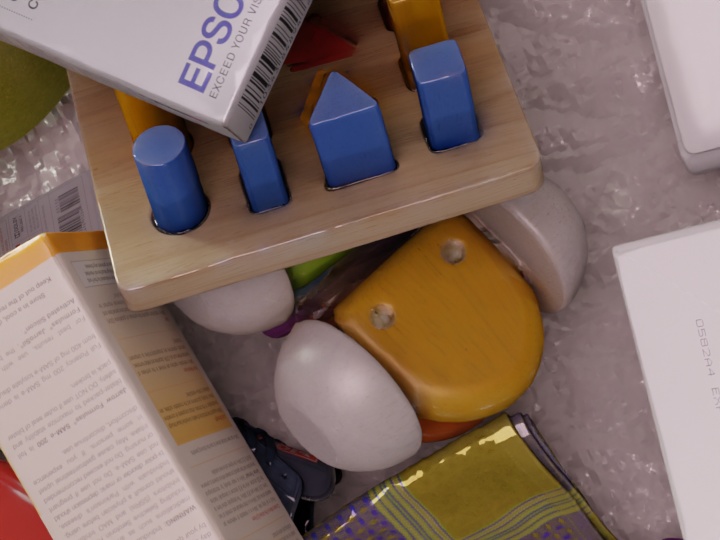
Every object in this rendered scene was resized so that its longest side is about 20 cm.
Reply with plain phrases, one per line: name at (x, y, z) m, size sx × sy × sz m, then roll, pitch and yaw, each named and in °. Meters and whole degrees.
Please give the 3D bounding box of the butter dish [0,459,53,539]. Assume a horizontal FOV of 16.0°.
butter dish at (-0.160, 0.163, 1.300) m, size 0.199 × 0.200 × 0.148 m, roll 44°, pitch 74°, yaw 8°

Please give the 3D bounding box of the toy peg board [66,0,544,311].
toy peg board at (-0.042, -0.109, 1.187) m, size 0.199 × 0.098 × 0.199 m, roll -17°, pitch 48°, yaw 0°

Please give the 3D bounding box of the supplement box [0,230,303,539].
supplement box at (-0.107, 0.084, 1.197) m, size 0.073 × 0.126 × 0.200 m, roll -32°, pitch 85°, yaw 10°

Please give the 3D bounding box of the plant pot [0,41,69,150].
plant pot at (-0.241, -0.167, 1.274) m, size 0.186 × 0.200 × 0.188 m, roll -1°, pitch 74°, yaw 5°

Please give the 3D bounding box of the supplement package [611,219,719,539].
supplement package at (0.215, 0.045, 1.193) m, size 0.150 × 0.200 × 0.152 m, roll -14°, pitch 86°, yaw 11°

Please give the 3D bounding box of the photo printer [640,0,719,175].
photo printer at (0.236, -0.151, 1.259) m, size 0.199 × 0.069 × 0.167 m, roll -14°, pitch 86°, yaw 12°

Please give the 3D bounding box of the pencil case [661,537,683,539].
pencil case at (0.151, 0.239, 1.262) m, size 0.085 × 0.092 × 0.201 m, roll 24°, pitch 96°, yaw 43°

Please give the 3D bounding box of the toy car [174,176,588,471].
toy car at (0.000, 0.000, 1.272) m, size 0.175 × 0.150 × 0.200 m, roll -41°, pitch 85°, yaw -19°

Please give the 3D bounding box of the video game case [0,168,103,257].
video game case at (-0.210, 0.040, 1.335) m, size 0.200 × 0.018 × 0.143 m, roll -27°, pitch 43°, yaw 10°

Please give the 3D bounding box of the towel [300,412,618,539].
towel at (0.035, 0.163, 1.280) m, size 0.200 × 0.023 × 0.144 m, roll -31°, pitch 122°, yaw 10°

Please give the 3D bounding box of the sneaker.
sneaker at (-0.060, 0.099, 1.320) m, size 0.084 × 0.075 × 0.200 m, roll -31°, pitch 93°, yaw 11°

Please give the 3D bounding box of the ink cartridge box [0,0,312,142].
ink cartridge box at (-0.100, -0.184, 1.139) m, size 0.200 × 0.043 × 0.197 m, roll 23°, pitch 86°, yaw 14°
